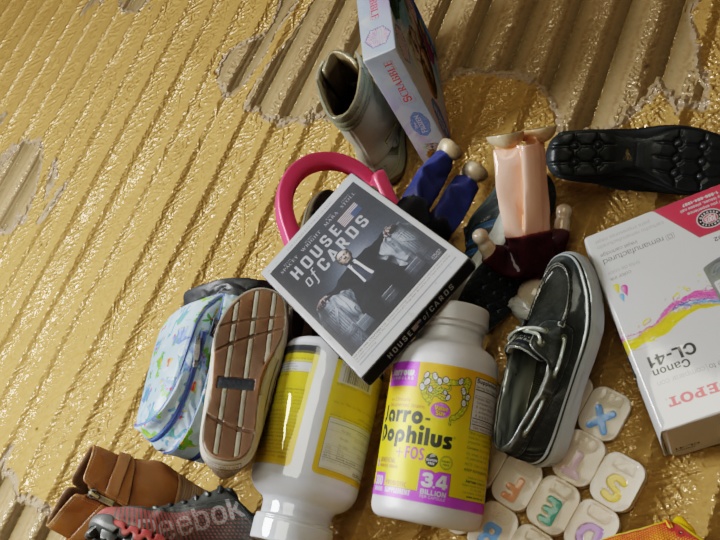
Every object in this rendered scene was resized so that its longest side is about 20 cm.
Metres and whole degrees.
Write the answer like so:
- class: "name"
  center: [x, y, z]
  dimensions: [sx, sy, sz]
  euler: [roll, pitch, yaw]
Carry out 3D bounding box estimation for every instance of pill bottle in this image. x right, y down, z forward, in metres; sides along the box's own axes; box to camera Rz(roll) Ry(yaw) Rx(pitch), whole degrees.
- class: "pill bottle"
  center: [0.074, 0.134, 0.719]
  dimensions: [0.103, 0.104, 0.203]
  euler: [0, 71, 28]
- class: "pill bottle"
  center: [-0.048, 0.178, 0.781]
  dimensions: [0.111, 0.112, 0.202]
  euler: [2, 64, 29]

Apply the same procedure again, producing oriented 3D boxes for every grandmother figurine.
- class: "grandmother figurine"
  center: [0.166, -0.036, 0.761]
  dimensions: [0.120, 0.203, 0.061]
  euler: [-12, 9, -13]

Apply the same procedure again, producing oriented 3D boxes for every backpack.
- class: "backpack"
  center: [-0.175, 0.116, 0.871]
  dimensions: [0.162, 0.152, 0.203]
  euler: [-16, 69, 51]

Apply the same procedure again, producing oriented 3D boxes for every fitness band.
- class: "fitness band"
  center: [-0.019, -0.044, 0.876]
  dimensions: [0.142, 0.037, 0.202]
  euler: [-18, 77, -16]

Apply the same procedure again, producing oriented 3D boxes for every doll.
- class: "doll"
  center: [0.061, -0.051, 0.849]
  dimensions: [0.201, 0.136, 0.048]
  euler: [-57, 14, -20]

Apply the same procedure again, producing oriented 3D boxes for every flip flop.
- class: "flip flop"
  center: [-0.062, -0.006, 0.922]
  dimensions: [0.057, 0.081, 0.203]
  euler: [-2, 68, 43]

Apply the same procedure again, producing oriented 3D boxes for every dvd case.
- class: "dvd case"
  center: [0.000, 0.000, 0.765]
  dimensions: [0.151, 0.025, 0.200]
  euler: [-48, 47, -3]

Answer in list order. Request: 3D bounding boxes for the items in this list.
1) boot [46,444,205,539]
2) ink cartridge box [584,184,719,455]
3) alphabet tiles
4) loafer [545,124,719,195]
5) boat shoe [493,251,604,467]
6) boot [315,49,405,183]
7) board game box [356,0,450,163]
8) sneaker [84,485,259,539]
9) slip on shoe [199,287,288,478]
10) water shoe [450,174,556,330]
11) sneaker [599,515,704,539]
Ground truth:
- class: "boot"
  center: [-0.253, 0.294, 0.792]
  dimensions: [0.076, 0.154, 0.202]
  euler: [-7, 55, 55]
- class: "ink cartridge box"
  center: [0.305, 0.042, 0.684]
  dimensions: [0.146, 0.086, 0.202]
  euler: [-22, 54, 16]
- class: "alphabet tiles"
  center: [0.162, 0.181, 0.728]
  dimensions: [0.199, 0.015, 0.197]
  euler: [27, 79, 36]
- class: "loafer"
  center: [0.293, -0.116, 0.788]
  dimensions: [0.198, 0.070, 0.069]
  euler: [6, 98, 15]
- class: "boat shoe"
  center: [0.169, 0.076, 0.697]
  dimensions: [0.072, 0.070, 0.203]
  euler: [-5, 71, 58]
- class: "boot"
  center: [0.003, -0.226, 0.948]
  dimensions: [0.071, 0.155, 0.203]
  euler: [-13, 59, 21]
- class: "board game box"
  center: [0.052, -0.264, 0.917]
  dimensions: [0.041, 0.200, 0.202]
  euler: [-16, 58, 18]
- class: "sneaker"
  center: [-0.174, 0.265, 0.778]
  dimensions: [0.071, 0.198, 0.099]
  euler: [124, 158, -45]
- class: "slip on shoe"
  center: [-0.118, 0.112, 0.780]
  dimensions: [0.075, 0.061, 0.202]
  euler: [7, 55, -4]
- class: "water shoe"
  center: [0.143, -0.018, 0.827]
  dimensions: [0.201, 0.071, 0.079]
  euler: [-59, 24, -6]
- class: "sneaker"
  center: [0.237, 0.242, 0.627]
  dimensions: [0.197, 0.073, 0.078]
  euler: [-1, 56, 17]
